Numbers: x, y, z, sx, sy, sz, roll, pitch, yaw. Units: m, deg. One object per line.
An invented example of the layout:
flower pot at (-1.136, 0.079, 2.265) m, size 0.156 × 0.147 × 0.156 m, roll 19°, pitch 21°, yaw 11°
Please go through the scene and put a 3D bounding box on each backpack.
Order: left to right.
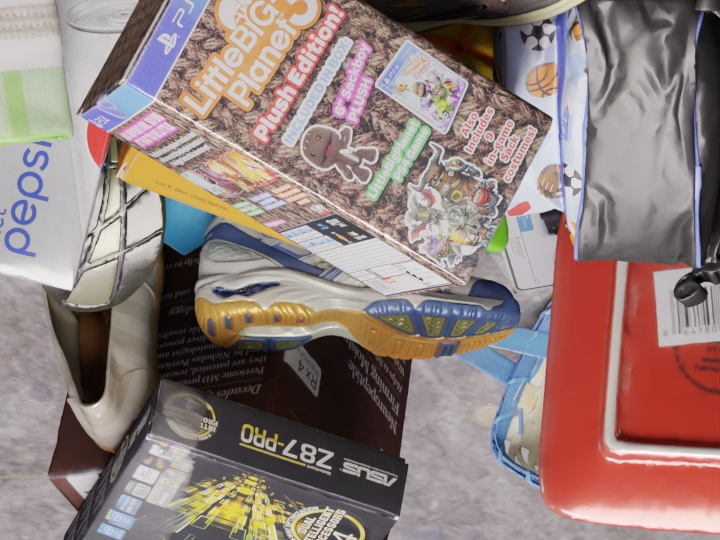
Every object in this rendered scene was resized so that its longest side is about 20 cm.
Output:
backpack at (0.147, -0.114, 1.558) m, size 0.153 × 0.191 × 0.201 m, roll 10°, pitch 124°, yaw 11°

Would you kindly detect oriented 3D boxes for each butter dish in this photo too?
butter dish at (0.210, 0.063, 1.624) m, size 0.199 × 0.201 × 0.148 m, roll 2°, pitch 162°, yaw 12°

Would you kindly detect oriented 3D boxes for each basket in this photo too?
basket at (0.159, 0.081, 1.820) m, size 0.176 × 0.140 × 0.200 m, roll 13°, pitch 162°, yaw 44°

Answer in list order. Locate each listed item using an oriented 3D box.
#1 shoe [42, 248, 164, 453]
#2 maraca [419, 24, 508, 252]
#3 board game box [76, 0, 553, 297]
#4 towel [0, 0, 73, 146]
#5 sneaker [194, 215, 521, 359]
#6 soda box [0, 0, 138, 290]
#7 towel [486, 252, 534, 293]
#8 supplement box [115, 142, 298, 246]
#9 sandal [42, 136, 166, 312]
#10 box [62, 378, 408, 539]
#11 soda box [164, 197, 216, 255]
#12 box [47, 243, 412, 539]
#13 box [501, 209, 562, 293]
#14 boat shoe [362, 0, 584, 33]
shoe at (-0.160, 0.014, 1.776) m, size 0.070 × 0.201 × 0.053 m, roll -23°, pitch 146°, yaw 22°
maraca at (0.030, -0.096, 1.612) m, size 0.107 × 0.137 × 0.201 m, roll -7°, pitch 105°, yaw 55°
board game box at (-0.027, -0.078, 1.465) m, size 0.199 × 0.097 × 0.159 m, roll 31°, pitch 171°, yaw -11°
towel at (-0.236, -0.162, 1.551) m, size 0.148 × 0.201 × 0.031 m, roll -10°, pitch 179°, yaw -21°
sneaker at (0.000, 0.000, 1.737) m, size 0.199 × 0.089 × 0.075 m, roll 5°, pitch 151°, yaw -11°
soda box at (-0.174, -0.095, 1.657) m, size 0.068 × 0.063 × 0.201 m, roll 13°, pitch 99°, yaw -6°
towel at (0.095, -0.066, 1.767) m, size 0.152 × 0.024 × 0.200 m, roll -26°, pitch 130°, yaw 35°
supplement box at (-0.036, -0.059, 1.665) m, size 0.199 × 0.069 × 0.067 m, roll 19°, pitch 140°, yaw -16°
sandal at (-0.156, -0.075, 1.724) m, size 0.079 × 0.057 × 0.202 m, roll 1°, pitch 100°, yaw -3°
box at (-0.081, 0.155, 1.736) m, size 0.160 × 0.049 × 0.200 m, roll 21°, pitch 141°, yaw -12°
soda box at (-0.063, -0.087, 1.738) m, size 0.068 × 0.064 × 0.200 m, roll 34°, pitch 136°, yaw -29°
box at (-0.077, 0.085, 1.850) m, size 0.163 × 0.201 × 0.166 m, roll -12°, pitch 139°, yaw 24°
box at (0.175, -0.060, 1.705) m, size 0.199 × 0.060 × 0.117 m, roll -9°, pitch 137°, yaw 9°
boat shoe at (0.047, -0.157, 1.457) m, size 0.199 × 0.074 × 0.065 m, roll -15°, pitch 171°, yaw 37°
